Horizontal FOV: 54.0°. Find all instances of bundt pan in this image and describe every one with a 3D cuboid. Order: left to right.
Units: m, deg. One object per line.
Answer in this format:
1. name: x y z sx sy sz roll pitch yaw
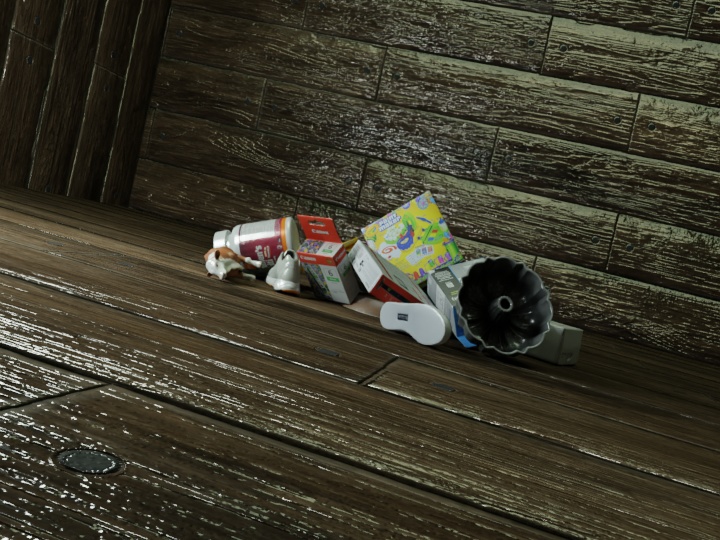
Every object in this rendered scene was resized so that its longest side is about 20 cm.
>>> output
1. bundt pan: 0.276 0.080 1.397 0.196 0.207 0.076 14 -25 -3

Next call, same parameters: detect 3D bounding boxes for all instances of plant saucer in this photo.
1. plant saucer: 0.050 0.084 1.645 0.194 0.038 0.200 14 3 -1

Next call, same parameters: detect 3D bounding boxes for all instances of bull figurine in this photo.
1. bull figurine: -0.289 -0.014 1.553 0.118 0.067 0.199 17 4 -21

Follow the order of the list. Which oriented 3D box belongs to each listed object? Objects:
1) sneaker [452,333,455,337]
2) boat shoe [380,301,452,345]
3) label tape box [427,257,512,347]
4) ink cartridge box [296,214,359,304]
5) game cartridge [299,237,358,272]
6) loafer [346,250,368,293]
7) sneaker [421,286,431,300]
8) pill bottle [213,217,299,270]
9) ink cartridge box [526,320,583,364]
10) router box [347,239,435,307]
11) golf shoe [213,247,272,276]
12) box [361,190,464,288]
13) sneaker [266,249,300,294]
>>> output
1. sneaker: 0.233 0.110 1.570 0.196 0.085 0.073 14 4 35
2. boat shoe: 0.118 0.100 1.344 0.068 0.073 0.198 9 -2 -33
3. label tape box: 0.241 0.065 1.488 0.139 0.068 0.201 -12 35 -14
4. ink cartridge box: -0.081 -0.023 1.568 0.107 0.051 0.204 9 -45 35
5. game cartridge: -0.114 -0.025 1.801 0.196 0.033 0.176 -22 3 23
6. loafer: 0.000 0.000 1.656 0.194 0.077 0.070 13 -26 -15
7. sneaker: 0.178 0.086 1.780 0.073 0.084 0.197 -37 -15 37
8. pill bottle: -0.251 -0.061 1.721 0.193 0.113 0.110 -8 0 6
9. ink cartridge box: 0.393 0.148 1.623 0.196 0.087 0.144 18 5 35
10. router box: 0.071 0.032 1.539 0.178 0.049 0.201 35 10 -25
11. golf shoe: -0.298 -0.023 1.844 0.196 0.080 0.097 21 -13 25
12. box: 0.135 -0.056 1.769 0.196 0.197 0.122 -28 -12 7
13. sneaker: -0.169 -0.003 1.631 0.074 0.095 0.199 11 2 -18
